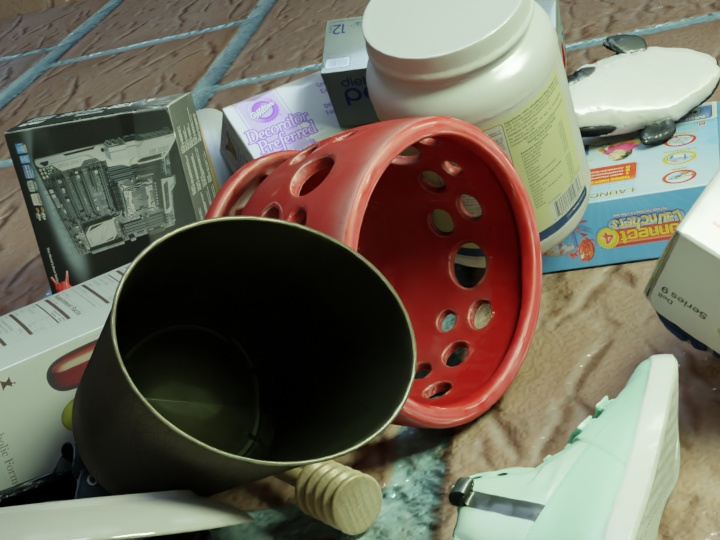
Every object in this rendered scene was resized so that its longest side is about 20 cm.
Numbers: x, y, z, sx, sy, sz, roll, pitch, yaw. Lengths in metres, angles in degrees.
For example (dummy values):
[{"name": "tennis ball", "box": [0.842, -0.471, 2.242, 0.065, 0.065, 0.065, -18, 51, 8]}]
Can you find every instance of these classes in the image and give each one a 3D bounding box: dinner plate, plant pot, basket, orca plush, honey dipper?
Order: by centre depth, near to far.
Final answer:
[{"name": "dinner plate", "box": [-0.157, 0.139, 0.776, 0.197, 0.025, 0.200, -6, -10, -1]}, {"name": "basket", "box": [-0.090, 0.068, 0.829, 0.178, 0.138, 0.200, 6, -21, -25]}, {"name": "honey dipper", "box": [-0.056, 0.128, 0.913, 0.038, 0.038, 0.199, -27, 21, -28]}, {"name": "plant pot", "box": [0.000, 0.000, 0.963, 0.181, 0.203, 0.199, 2, 26, 47]}, {"name": "orca plush", "box": [0.212, -0.129, 1.198, 0.199, 0.071, 0.106, -32, 71, -15]}]

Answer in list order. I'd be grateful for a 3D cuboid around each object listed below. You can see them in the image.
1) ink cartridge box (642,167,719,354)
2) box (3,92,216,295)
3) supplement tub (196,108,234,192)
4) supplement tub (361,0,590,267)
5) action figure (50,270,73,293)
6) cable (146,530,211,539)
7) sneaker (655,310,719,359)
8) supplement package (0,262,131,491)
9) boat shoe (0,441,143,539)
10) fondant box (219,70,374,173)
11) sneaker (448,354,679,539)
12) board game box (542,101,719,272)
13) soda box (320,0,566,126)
[{"name": "ink cartridge box", "box": [0.286, -0.029, 0.848, 0.144, 0.088, 0.200, 34, 64, 16]}, {"name": "box", "box": [-0.193, -0.036, 1.165, 0.155, 0.203, 0.050, -5, 19, 21]}, {"name": "supplement tub", "box": [-0.173, -0.065, 1.294, 0.197, 0.147, 0.145, -17, 22, -6]}, {"name": "supplement tub", "box": [0.087, -0.118, 1.044, 0.143, 0.201, 0.146, -13, 42, 12]}, {"name": "action figure", "box": [-0.279, 0.073, 1.129, 0.197, 0.066, 0.099, -20, 39, -12]}, {"name": "cable", "box": [-0.159, 0.208, 0.798, 0.096, 0.051, 0.200, -10, 10, 27]}, {"name": "sneaker", "box": [0.285, 0.008, 0.941, 0.197, 0.078, 0.085, -9, 14, -10]}, {"name": "supplement package", "box": [-0.214, 0.088, 0.996, 0.198, 0.115, 0.109, -25, 22, -21]}, {"name": "boat shoe", "box": [-0.187, 0.145, 0.906, 0.197, 0.067, 0.074, -21, 21, -16]}, {"name": "fondant box", "box": [-0.013, -0.076, 1.193, 0.143, 0.059, 0.201, -24, 61, -21]}, {"name": "sneaker", "box": [0.115, 0.106, 0.787, 0.116, 0.075, 0.201, 3, 30, 23]}, {"name": "board game box", "box": [0.210, -0.071, 1.182, 0.197, 0.057, 0.196, -8, 23, 17]}, {"name": "soda box", "box": [0.070, -0.174, 1.159, 0.197, 0.069, 0.064, -5, 53, 13]}]
